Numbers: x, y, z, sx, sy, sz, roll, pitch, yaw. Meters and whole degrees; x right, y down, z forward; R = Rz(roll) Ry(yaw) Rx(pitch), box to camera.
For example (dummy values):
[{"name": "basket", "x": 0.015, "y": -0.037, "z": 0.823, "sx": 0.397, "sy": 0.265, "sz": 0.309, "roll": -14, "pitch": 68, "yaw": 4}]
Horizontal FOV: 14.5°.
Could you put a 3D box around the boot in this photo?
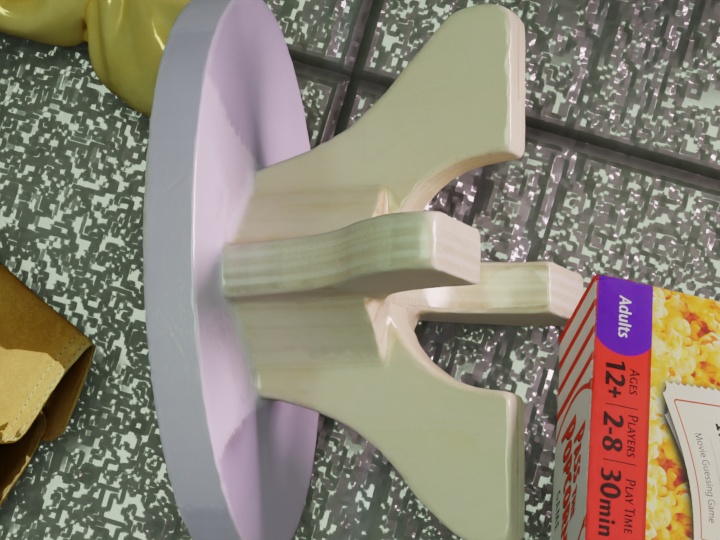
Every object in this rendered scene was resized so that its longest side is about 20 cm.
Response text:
[{"name": "boot", "x": -0.157, "y": -0.008, "z": 1.034, "sx": 0.143, "sy": 0.071, "sz": 0.202, "roll": 24, "pitch": 98, "yaw": 14}]

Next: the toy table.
[{"name": "toy table", "x": 0.000, "y": 0.000, "z": 0.985, "sx": 0.116, "sy": 0.184, "sz": 0.202, "roll": -3, "pitch": 94, "yaw": 19}]

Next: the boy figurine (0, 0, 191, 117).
[{"name": "boy figurine", "x": -0.108, "y": -0.138, "z": 1.060, "sx": 0.124, "sy": 0.064, "sz": 0.200, "roll": -42, "pitch": 82, "yaw": -3}]

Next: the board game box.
[{"name": "board game box", "x": 0.164, "y": 0.094, "z": 0.964, "sx": 0.199, "sy": 0.046, "sz": 0.152, "roll": 12, "pitch": 53, "yaw": -9}]
